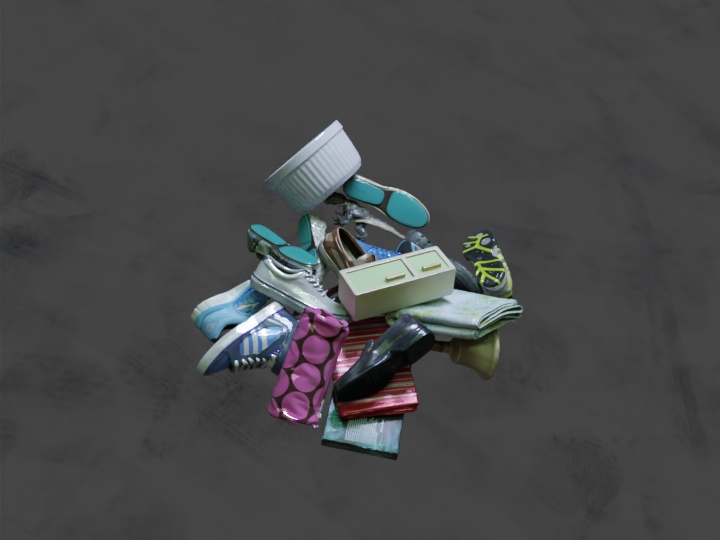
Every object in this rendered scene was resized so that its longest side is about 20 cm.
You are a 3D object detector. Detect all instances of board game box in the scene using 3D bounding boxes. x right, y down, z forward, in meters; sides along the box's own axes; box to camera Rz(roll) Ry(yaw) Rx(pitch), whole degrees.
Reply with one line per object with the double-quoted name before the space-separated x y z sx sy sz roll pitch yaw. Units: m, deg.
"board game box" 0.014 0.229 1.402 0.135 0.028 0.200 11 52 2

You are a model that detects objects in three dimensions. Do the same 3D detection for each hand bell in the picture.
"hand bell" 0.140 0.136 1.425 0.200 0.104 0.104 8 51 -11

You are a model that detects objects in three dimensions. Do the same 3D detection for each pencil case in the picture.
"pencil case" -0.084 0.165 1.343 0.094 0.091 0.200 17 87 17

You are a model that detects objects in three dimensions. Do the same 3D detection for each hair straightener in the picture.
"hair straightener" -0.031 0.062 1.527 0.200 0.041 0.077 -28 66 -31

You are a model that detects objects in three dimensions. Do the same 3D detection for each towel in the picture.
"towel" 0.173 0.077 1.443 0.200 0.048 0.171 5 13 39
"towel" 0.016 0.172 1.414 0.144 0.022 0.200 -6 52 -9

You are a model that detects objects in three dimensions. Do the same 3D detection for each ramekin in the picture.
"ramekin" -0.092 -0.206 1.625 0.105 0.200 0.200 50 56 -10

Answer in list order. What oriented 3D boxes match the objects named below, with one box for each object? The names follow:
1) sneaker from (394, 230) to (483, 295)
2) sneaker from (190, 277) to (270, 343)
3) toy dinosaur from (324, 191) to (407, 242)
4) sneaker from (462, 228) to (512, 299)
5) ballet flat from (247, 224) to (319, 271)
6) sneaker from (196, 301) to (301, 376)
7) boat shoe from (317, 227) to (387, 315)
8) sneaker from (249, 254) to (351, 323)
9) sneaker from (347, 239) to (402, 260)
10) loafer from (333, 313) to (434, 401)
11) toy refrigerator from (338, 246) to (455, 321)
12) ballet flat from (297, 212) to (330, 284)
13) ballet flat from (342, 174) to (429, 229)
"sneaker" 0.156 0.006 1.581 0.200 0.073 0.082 36 84 16
"sneaker" -0.214 0.074 1.481 0.200 0.078 0.090 -28 79 -21
"toy dinosaur" -0.004 -0.103 1.649 0.200 0.047 0.088 32 49 13
"sneaker" 0.259 -0.010 1.599 0.075 0.076 0.200 -24 34 16
"ballet flat" -0.153 -0.023 1.534 0.074 0.074 0.200 -30 43 -27
"sneaker" -0.170 0.161 1.390 0.200 0.081 0.146 -37 81 -26
"boat shoe" 0.000 0.000 1.495 0.200 0.072 0.076 46 35 11
"sneaker" -0.101 0.036 1.432 0.200 0.071 0.073 24 13 -4
"sneaker" 0.050 -0.019 1.544 0.200 0.078 0.066 34 39 14
"loafer" 0.032 0.152 1.366 0.200 0.073 0.072 -32 51 -11
"toy refrigerator" 0.066 0.020 1.425 0.200 0.070 0.076 -14 41 -19
"ballet flat" -0.087 -0.031 1.572 0.072 0.072 0.200 1 54 -6
"ballet flat" 0.055 -0.149 1.673 0.200 0.069 0.070 28 53 -1
